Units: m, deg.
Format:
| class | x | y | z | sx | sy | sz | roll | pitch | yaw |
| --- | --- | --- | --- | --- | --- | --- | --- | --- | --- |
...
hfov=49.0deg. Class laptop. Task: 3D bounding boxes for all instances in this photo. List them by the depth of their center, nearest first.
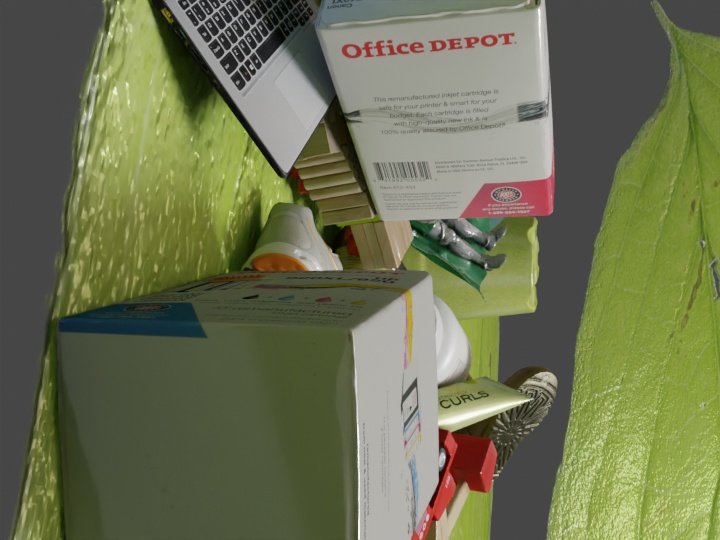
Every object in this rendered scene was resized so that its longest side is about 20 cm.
| class | x | y | z | sx | sy | sz | roll | pitch | yaw |
| --- | --- | --- | --- | --- | --- | --- | --- | --- | --- |
| laptop | -0.037 | -0.201 | 0.497 | 0.200 | 0.116 | 0.188 | 55 | 31 | -23 |

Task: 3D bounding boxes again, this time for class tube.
| class | x | y | z | sx | sy | sz | roll | pitch | yaw |
| --- | --- | --- | --- | --- | --- | --- | --- | --- | --- |
| tube | 0.085 | 0.148 | 0.840 | 0.058 | 0.199 | 0.052 | 62 | -36 | 25 |

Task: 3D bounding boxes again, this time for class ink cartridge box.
| class | x | y | z | sx | sy | sz | roll | pitch | yaw |
| --- | --- | --- | --- | --- | --- | --- | --- | --- | --- |
| ink cartridge box | -0.044 | 0.081 | 0.442 | 0.200 | 0.146 | 0.146 | -24 | 113 | -74 |
| ink cartridge box | 0.065 | -0.131 | 0.582 | 0.200 | 0.144 | 0.085 | 68 | 26 | -52 |

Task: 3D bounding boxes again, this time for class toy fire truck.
| class | x | y | z | sx | sy | sz | roll | pitch | yaw |
| --- | --- | --- | --- | --- | --- | --- | --- | --- | --- |
| toy fire truck | 0.062 | 0.215 | 0.716 | 0.201 | 0.049 | 0.141 | -64 | 143 | -35 |

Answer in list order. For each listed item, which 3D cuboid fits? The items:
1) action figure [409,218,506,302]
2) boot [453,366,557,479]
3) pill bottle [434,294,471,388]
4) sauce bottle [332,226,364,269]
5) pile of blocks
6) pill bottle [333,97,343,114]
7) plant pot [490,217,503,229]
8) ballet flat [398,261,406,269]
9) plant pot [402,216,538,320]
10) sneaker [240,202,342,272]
| class | x | y | z | sx | sy | sz | roll | pitch | yaw |
| --- | --- | --- | --- | --- | --- | --- | --- | --- | --- |
| action figure | 0.052 | -0.061 | 0.770 | 0.055 | 0.199 | 0.118 | -49 | -157 | 39 |
| boot | 0.135 | 0.141 | 0.991 | 0.176 | 0.066 | 0.200 | -56 | -146 | 14 |
| pill bottle | 0.058 | 0.082 | 0.884 | 0.200 | 0.114 | 0.115 | 48 | 45 | -69 |
| sauce bottle | 0.000 | 0.000 | 0.757 | 0.066 | 0.066 | 0.201 | 73 | 22 | -48 |
| pile of blocks | -0.018 | -0.078 | 0.671 | 0.200 | 0.062 | 0.082 | 58 | 34 | -45 |
| pill bottle | 0.026 | -0.199 | 0.681 | 0.200 | 0.113 | 0.114 | 91 | 8 | -56 |
| plant pot | 0.105 | -0.127 | 0.922 | 0.161 | 0.199 | 0.201 | 89 | 10 | -56 |
| ballet flat | 0.037 | 0.013 | 0.941 | 0.068 | 0.046 | 0.200 | 61 | 6 | 22 |
| plant pot | 0.153 | -0.009 | 1.102 | 0.200 | 0.183 | 0.202 | 0 | 90 | -75 |
| sneaker | -0.033 | 0.031 | 0.630 | 0.201 | 0.075 | 0.092 | 77 | 16 | -45 |
